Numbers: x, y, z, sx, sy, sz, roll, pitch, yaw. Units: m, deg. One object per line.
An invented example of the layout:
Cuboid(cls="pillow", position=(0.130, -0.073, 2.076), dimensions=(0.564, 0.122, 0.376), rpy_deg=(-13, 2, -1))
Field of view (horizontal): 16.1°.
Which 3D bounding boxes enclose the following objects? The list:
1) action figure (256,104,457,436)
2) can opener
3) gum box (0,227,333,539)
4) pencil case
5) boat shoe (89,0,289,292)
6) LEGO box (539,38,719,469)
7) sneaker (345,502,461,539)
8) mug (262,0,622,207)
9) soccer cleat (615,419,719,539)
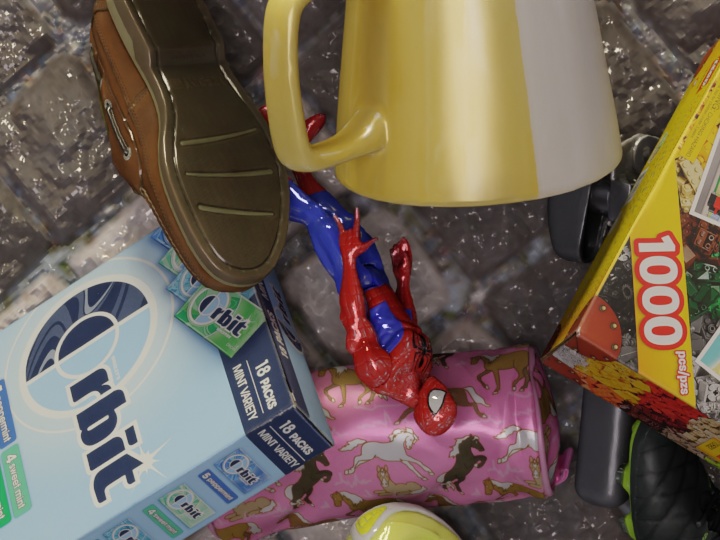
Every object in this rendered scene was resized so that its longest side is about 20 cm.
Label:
Cuboid(cls="action figure", position=(0.000, 0.000, 1.328), dimensions=(0.052, 0.065, 0.201), rpy_deg=(-34, 66, 19))
Cuboid(cls="can opener", position=(0.132, 0.023, 1.368), dimensions=(0.067, 0.053, 0.202), rpy_deg=(12, 101, 39))
Cuboid(cls="gum box", position=(-0.126, 0.074, 1.342), dimensions=(0.199, 0.170, 0.045), rpy_deg=(-33, 133, 11))
Cuboid(cls="pencil case", position=(0.012, 0.094, 1.369), dimensions=(0.198, 0.087, 0.083), rpy_deg=(-10, 67, 9))
Cuboid(cls="boat shoe", position=(-0.093, -0.067, 1.341), dimensions=(0.068, 0.071, 0.201), rpy_deg=(-49, 49, 45))
Cuboid(cls="LEGO box", position=(0.205, -0.005, 1.287), dimensions=(0.148, 0.077, 0.201), rpy_deg=(30, 73, -2))
Cuboid(cls="sneaker", position=(0.056, 0.218, 1.342), dimensions=(0.076, 0.105, 0.200), rpy_deg=(-32, 115, 31))
Cuboid(cls="mug", position=(0.050, -0.120, 1.269), dimensions=(0.148, 0.187, 0.154), rpy_deg=(3, 110, 19))
Cuboid(cls="soccer cleat", position=(0.192, 0.161, 1.342), dimensions=(0.081, 0.068, 0.201), rpy_deg=(-5, 116, 31))
